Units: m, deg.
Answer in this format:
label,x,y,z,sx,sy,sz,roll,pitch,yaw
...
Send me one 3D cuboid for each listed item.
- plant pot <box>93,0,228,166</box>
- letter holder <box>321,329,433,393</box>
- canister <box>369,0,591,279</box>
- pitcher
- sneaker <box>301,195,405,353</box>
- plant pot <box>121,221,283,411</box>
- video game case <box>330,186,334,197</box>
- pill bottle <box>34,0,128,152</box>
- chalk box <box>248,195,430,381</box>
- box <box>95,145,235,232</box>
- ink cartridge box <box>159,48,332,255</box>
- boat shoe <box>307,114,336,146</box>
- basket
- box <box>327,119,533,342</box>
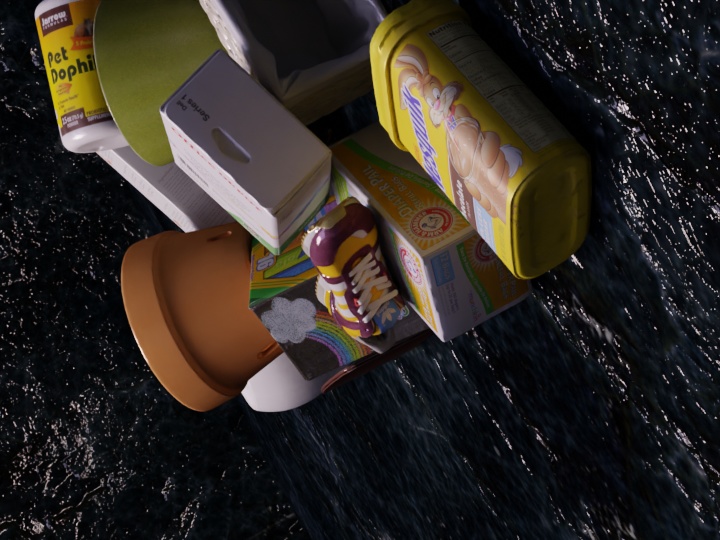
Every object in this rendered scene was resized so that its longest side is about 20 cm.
label,x,y,z,sx,sy,sz,roll,pitch,yaw
plant pot,-0.145,-0.224,1.747,0.187,0.199,0.189,-14,-90,-72
letter holder,0.001,0.061,1.915,0.101,0.142,0.200,61,167,5
canister,0.097,-0.106,1.344,0.200,0.086,0.149,52,164,33
pitcher,-0.068,0.074,2.083,0.121,0.199,0.172,45,157,51
sneaker,0.003,0.007,1.530,0.090,0.075,0.200,48,170,21
plant pot,-0.147,0.033,1.821,0.200,0.139,0.201,54,-159,-32
video game case,-0.080,-0.100,1.929,0.142,0.018,0.200,32,170,4
pill bottle,-0.289,-0.236,1.821,0.109,0.108,0.202,151,106,-77
chalk box,0.000,0.000,1.727,0.125,0.199,0.124,54,-160,-34
box,-0.215,-0.127,1.942,0.200,0.098,0.124,42,171,-5
ink cartridge box,-0.104,-0.106,1.574,0.145,0.084,0.200,43,171,5
boat shoe,-0.055,-0.149,1.885,0.070,0.070,0.200,41,170,16
basket,-0.069,-0.245,1.596,0.201,0.135,0.123,59,168,15
box,0.061,-0.047,1.559,0.200,0.101,0.113,49,162,45
